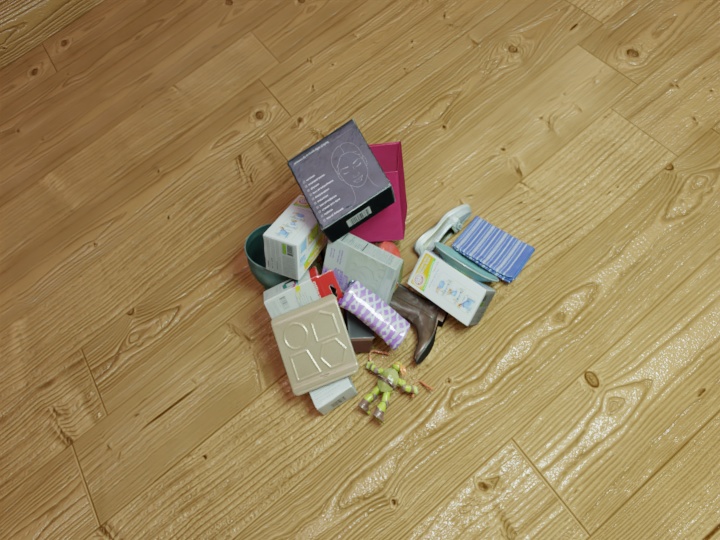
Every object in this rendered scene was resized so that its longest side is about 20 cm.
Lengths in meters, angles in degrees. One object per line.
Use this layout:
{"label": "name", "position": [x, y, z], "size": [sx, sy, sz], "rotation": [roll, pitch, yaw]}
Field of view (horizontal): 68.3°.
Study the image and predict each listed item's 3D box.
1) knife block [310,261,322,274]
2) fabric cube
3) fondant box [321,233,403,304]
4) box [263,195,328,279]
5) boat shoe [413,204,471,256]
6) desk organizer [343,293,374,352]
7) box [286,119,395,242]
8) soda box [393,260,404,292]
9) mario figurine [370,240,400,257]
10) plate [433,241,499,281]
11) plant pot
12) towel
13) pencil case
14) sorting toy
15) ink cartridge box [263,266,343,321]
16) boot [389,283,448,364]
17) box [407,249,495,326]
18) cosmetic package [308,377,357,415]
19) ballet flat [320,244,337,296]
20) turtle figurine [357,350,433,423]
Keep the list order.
{"label": "knife block", "position": [-0.164, 0.099, 1.494], "size": [0.169, 0.064, 0.206], "rotation": [-17, 62, 3]}
{"label": "fabric cube", "position": [0.028, -0.221, 1.494], "size": [0.188, 0.205, 0.203], "rotation": [-3, 35, 11]}
{"label": "fondant box", "position": [0.000, 0.000, 1.379], "size": [0.195, 0.148, 0.058], "rotation": [27, 38, 14]}
{"label": "box", "position": [-0.161, -0.091, 1.395], "size": [0.098, 0.115, 0.202], "rotation": [16, 43, 16]}
{"label": "boat shoe", "position": [0.240, -0.106, 1.502], "size": [0.200, 0.075, 0.065], "rotation": [-38, 68, -3]}
{"label": "desk organizer", "position": [-0.010, 0.114, 1.441], "size": [0.069, 0.078, 0.206], "rotation": [-1, 54, -8]}
{"label": "box", "position": [-0.045, -0.216, 1.299], "size": [0.196, 0.124, 0.201], "rotation": [-30, 76, 2]}
{"label": "soda box", "position": [0.018, -0.013, 1.440], "size": [0.194, 0.070, 0.064], "rotation": [18, 35, 18]}
{"label": "mario figurine", "position": [0.029, -0.045, 1.530], "size": [0.194, 0.128, 0.105], "rotation": [15, 26, 27]}
{"label": "plate", "position": [0.273, -0.015, 1.394], "size": [0.198, 0.198, 0.026], "rotation": [37, 105, 25]}
{"label": "plant pot", "position": [-0.226, -0.019, 1.508], "size": [0.192, 0.138, 0.204], "rotation": [2, 42, -2]}
{"label": "towel", "position": [0.366, -0.064, 1.459], "size": [0.197, 0.024, 0.145], "rotation": [33, 60, 23]}
{"label": "pencil case", "position": [0.032, 0.113, 1.338], "size": [0.198, 0.086, 0.084], "rotation": [39, 34, 1]}
{"label": "sorting toy", "position": [-0.115, 0.187, 1.339], "size": [0.179, 0.036, 0.207], "rotation": [-20, 83, 3]}
{"label": "ink cartridge box", "position": [-0.145, 0.075, 1.392], "size": [0.194, 0.119, 0.068], "rotation": [-25, 24, -1]}
{"label": "boot", "position": [0.115, 0.131, 1.414], "size": [0.195, 0.065, 0.188], "rotation": [25, 58, 19]}
{"label": "box", "position": [0.237, 0.044, 1.386], "size": [0.197, 0.111, 0.104], "rotation": [35, 103, 25]}
{"label": "cosmetic package", "position": [-0.100, 0.255, 1.393], "size": [0.111, 0.082, 0.203], "rotation": [-30, 62, -2]}
{"label": "ballet flat", "position": [-0.084, -0.015, 1.535], "size": [0.045, 0.068, 0.205], "rotation": [-20, 56, 3]}
{"label": "turtle figurine", "position": [0.074, 0.297, 1.341], "size": [0.196, 0.065, 0.164], "rotation": [27, 72, 23]}
